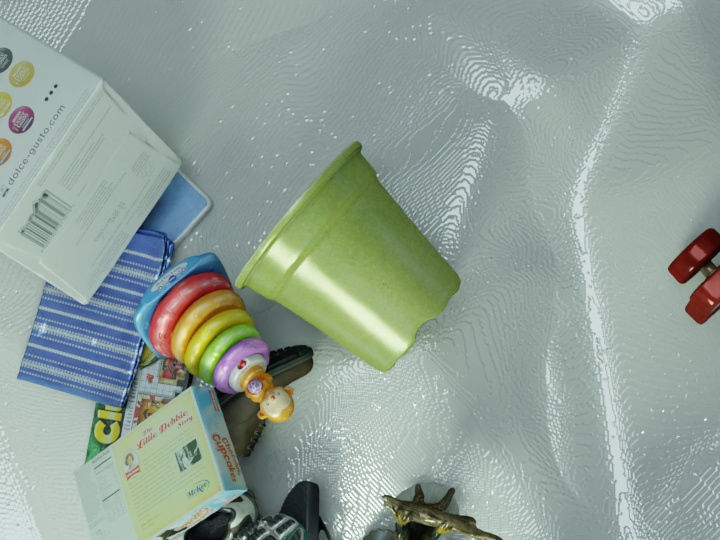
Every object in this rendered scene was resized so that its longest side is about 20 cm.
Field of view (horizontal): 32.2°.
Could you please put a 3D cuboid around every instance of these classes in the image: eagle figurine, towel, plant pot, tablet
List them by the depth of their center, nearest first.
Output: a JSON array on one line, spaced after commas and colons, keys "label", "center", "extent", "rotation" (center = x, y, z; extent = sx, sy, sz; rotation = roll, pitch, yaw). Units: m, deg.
[{"label": "eagle figurine", "center": [0.044, 0.327, 1.289], "extent": [0.152, 0.149, 0.202], "rotation": [39, 124, 51]}, {"label": "plant pot", "center": [0.000, 0.000, 1.318], "extent": [0.184, 0.200, 0.201], "rotation": [41, 87, 1]}, {"label": "towel", "center": [-0.299, 0.042, 1.404], "extent": [0.143, 0.024, 0.203], "rotation": [13, 83, 17]}, {"label": "tablet", "center": [-0.280, -0.096, 1.450], "extent": [0.200, 0.014, 0.130], "rotation": [43, 88, 12]}]

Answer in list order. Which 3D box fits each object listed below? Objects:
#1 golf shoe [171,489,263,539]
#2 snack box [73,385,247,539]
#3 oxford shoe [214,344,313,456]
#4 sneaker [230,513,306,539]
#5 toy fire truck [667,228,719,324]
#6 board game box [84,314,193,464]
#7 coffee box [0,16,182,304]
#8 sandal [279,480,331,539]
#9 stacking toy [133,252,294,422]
[{"label": "golf shoe", "center": [-0.200, 0.296, 1.328], "extent": [0.199, 0.094, 0.078], "rotation": [-36, 78, 2]}, {"label": "snack box", "center": [-0.210, 0.217, 1.289], "extent": [0.199, 0.037, 0.117], "rotation": [-35, 64, 28]}, {"label": "oxford shoe", "center": [-0.128, 0.153, 1.365], "extent": [0.199, 0.073, 0.085], "rotation": [-34, 102, -2]}, {"label": "sneaker", "center": [-0.114, 0.340, 1.305], "extent": [0.077, 0.079, 0.201], "rotation": [39, 103, 37]}, {"label": "toy fire truck", "center": [0.409, -0.021, 1.261], "extent": [0.200, 0.168, 0.112], "rotation": [-41, 77, -1]}, {"label": "board game box", "center": [-0.246, 0.157, 1.396], "extent": [0.103, 0.023, 0.203], "rotation": [7, 81, 11]}, {"label": "coffee box", "center": [-0.352, -0.121, 1.342], "extent": [0.197, 0.200, 0.201], "rotation": [31, 83, 25]}, {"label": "sandal", "center": [-0.056, 0.326, 1.323], "extent": [0.042, 0.076, 0.203], "rotation": [5, 79, -29]}, {"label": "stacking toy", "center": [-0.137, 0.088, 1.303], "extent": [0.116, 0.110, 0.200], "rotation": [-39, 60, -13]}]
